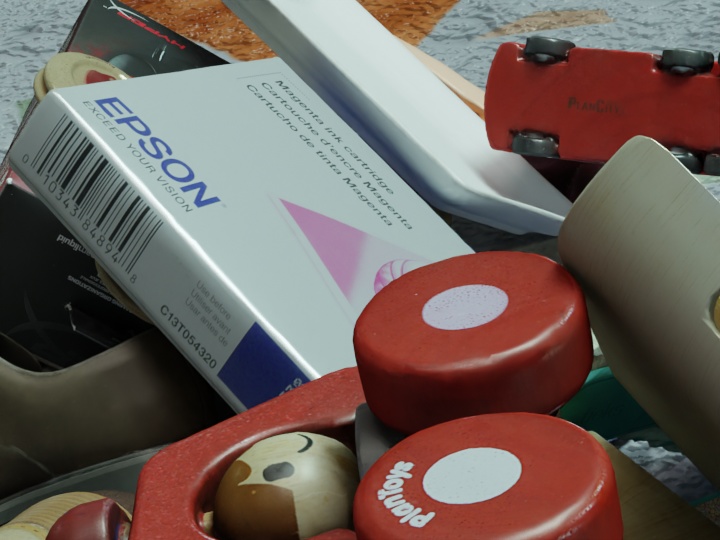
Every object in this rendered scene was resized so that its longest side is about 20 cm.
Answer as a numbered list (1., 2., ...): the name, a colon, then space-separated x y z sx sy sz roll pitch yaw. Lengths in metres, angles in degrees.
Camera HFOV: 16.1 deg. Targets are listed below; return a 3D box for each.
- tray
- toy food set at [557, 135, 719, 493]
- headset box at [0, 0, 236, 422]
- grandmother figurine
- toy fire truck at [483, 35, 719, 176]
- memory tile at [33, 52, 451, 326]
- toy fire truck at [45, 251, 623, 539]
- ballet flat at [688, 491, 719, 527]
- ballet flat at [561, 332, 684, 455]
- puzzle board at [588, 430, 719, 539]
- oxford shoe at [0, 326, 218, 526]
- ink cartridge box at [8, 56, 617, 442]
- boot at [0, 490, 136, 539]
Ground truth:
1. tray: 0.006 -0.075 1.051 0.200 0.022 0.107 46 18 32
2. toy food set: 0.133 0.045 0.739 0.060 0.200 0.144 -40 68 -2
3. headset box: -0.077 -0.012 1.027 0.148 0.075 0.200 29 29 -9
4. grandmother figurine: 0.071 -0.048 1.123 0.199 0.061 0.121 26 23 33
5. toy fire truck: 0.166 -0.058 1.027 0.199 0.049 0.141 8 2 38
6. memory tile: -0.027 -0.015 0.988 0.199 0.017 0.154 16 34 -34
7. toy fire truck: -0.010 0.085 0.689 0.167 0.113 0.200 -10 29 5
8. ballet flat: 0.191 0.101 0.843 0.199 0.068 0.067 -9 43 0
9. ballet flat: 0.106 0.026 0.907 0.072 0.072 0.199 20 9 40
10. puzzle board: 0.029 0.121 0.744 0.199 0.017 0.151 -22 33 -22
11. oxford shoe: -0.145 0.066 0.937 0.199 0.085 0.073 -16 -6 13
12. ink cartridge box: 0.000 0.000 0.935 0.196 0.043 0.200 45 31 18
13. boot: -0.124 0.139 0.841 0.200 0.073 0.166 -38 -16 24
